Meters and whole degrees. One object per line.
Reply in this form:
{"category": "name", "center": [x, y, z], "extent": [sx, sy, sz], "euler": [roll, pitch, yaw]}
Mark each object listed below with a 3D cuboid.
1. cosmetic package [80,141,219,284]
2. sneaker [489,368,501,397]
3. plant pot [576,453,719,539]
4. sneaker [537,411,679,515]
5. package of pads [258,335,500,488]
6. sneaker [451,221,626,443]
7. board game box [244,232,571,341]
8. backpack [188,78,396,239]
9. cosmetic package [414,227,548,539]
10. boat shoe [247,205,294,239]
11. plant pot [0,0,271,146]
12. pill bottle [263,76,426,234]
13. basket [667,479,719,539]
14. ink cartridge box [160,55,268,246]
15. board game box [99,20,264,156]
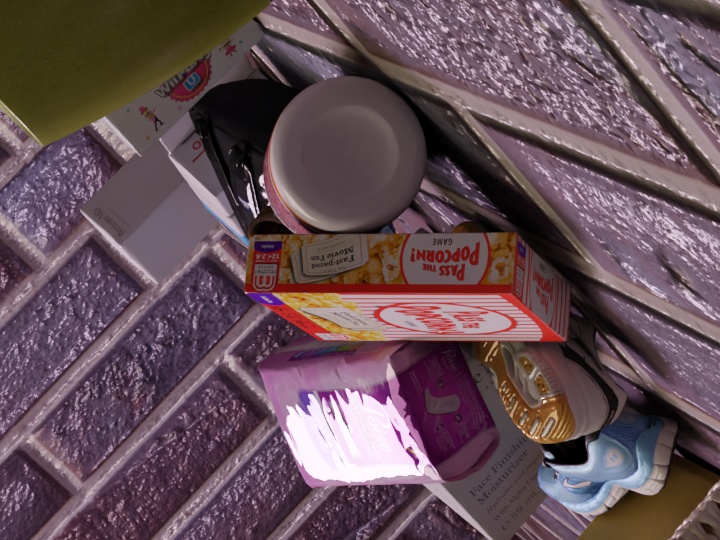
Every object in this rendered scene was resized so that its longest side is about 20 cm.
{"category": "cosmetic package", "center": [-0.179, -0.095, 2.131], "extent": [0.101, 0.200, 0.071], "euler": [36, 171, 49]}
{"category": "sneaker", "center": [0.151, 0.082, 1.719], "extent": [0.200, 0.074, 0.087], "euler": [55, 175, -40]}
{"category": "plant pot", "center": [0.291, 0.287, 1.693], "extent": [0.196, 0.194, 0.200], "euler": [46, 167, -17]}
{"category": "sneaker", "center": [0.186, 0.145, 1.714], "extent": [0.090, 0.079, 0.200], "euler": [20, 159, -11]}
{"category": "package of pads", "center": [0.011, 0.110, 1.671], "extent": [0.200, 0.076, 0.121], "euler": [-9, 110, 53]}
{"category": "sneaker", "center": [0.132, 0.047, 1.605], "extent": [0.076, 0.087, 0.200], "euler": [-56, 51, 43]}
{"category": "board game box", "center": [0.037, 0.013, 1.505], "extent": [0.199, 0.047, 0.151], "euler": [-1, 165, 21]}
{"category": "backpack", "center": [-0.050, -0.063, 1.819], "extent": [0.163, 0.153, 0.201], "euler": [31, 139, 49]}
{"category": "cosmetic package", "center": [0.089, 0.104, 1.861], "extent": [0.165, 0.165, 0.200], "euler": [36, 171, 48]}
{"category": "boat shoe", "center": [-0.002, 0.006, 1.667], "extent": [0.202, 0.075, 0.075], "euler": [22, -170, 18]}
{"category": "plant pot", "center": [-0.202, -0.196, 1.562], "extent": [0.187, 0.200, 0.187], "euler": [44, 175, 5]}
{"category": "pill bottle", "center": [-0.016, -0.077, 1.553], "extent": [0.113, 0.113, 0.200], "euler": [44, 174, -2]}
{"category": "basket", "center": [0.287, 0.228, 1.394], "extent": [0.200, 0.161, 0.198], "euler": [45, 175, 10]}
{"category": "ink cartridge box", "center": [-0.105, -0.108, 1.936], "extent": [0.067, 0.116, 0.200], "euler": [43, 175, 18]}
{"category": "board game box", "center": [-0.196, -0.202, 1.744], "extent": [0.200, 0.148, 0.064], "euler": [39, 172, 46]}
